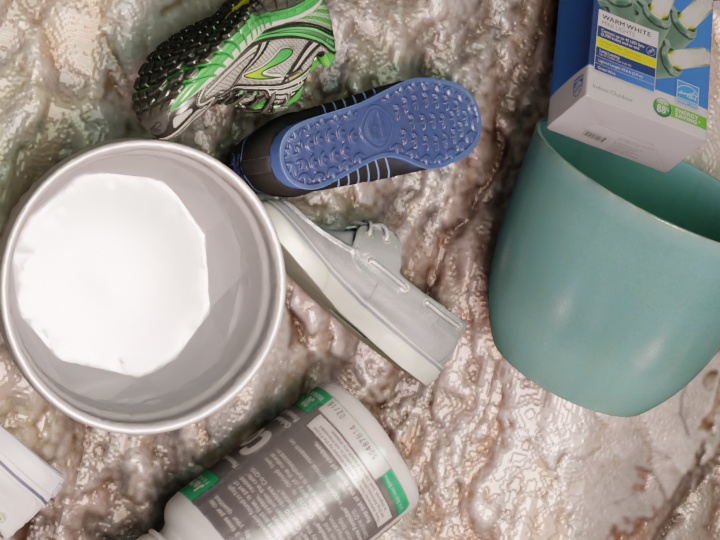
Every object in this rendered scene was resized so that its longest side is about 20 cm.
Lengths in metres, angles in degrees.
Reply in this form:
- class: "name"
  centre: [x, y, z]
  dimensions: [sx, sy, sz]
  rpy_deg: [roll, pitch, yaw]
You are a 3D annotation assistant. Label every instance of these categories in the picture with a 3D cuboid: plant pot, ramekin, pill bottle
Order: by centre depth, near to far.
- class: "ramekin"
  centre: [-0.160, 0.007, 1.641]
  dimensions: [0.199, 0.105, 0.202]
  rpy_deg: [-2, 96, -19]
- class: "pill bottle"
  centre: [-0.067, 0.180, 1.686]
  dimensions: [0.200, 0.113, 0.113]
  rpy_deg: [-37, 106, -13]
- class: "plant pot"
  centre: [0.183, 0.007, 1.719]
  dimensions: [0.200, 0.201, 0.162]
  rpy_deg: [19, 108, -20]

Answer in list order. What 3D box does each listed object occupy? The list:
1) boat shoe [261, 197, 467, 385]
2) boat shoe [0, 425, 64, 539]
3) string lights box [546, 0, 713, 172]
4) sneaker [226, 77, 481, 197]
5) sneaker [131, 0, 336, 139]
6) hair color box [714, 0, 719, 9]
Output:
- class: "boat shoe"
  centre: [0.001, 0.000, 1.712]
  dimensions: [0.201, 0.070, 0.072]
  rpy_deg: [43, 82, -30]
- class: "boat shoe"
  centre: [-0.291, 0.109, 1.620]
  dimensions: [0.200, 0.073, 0.067]
  rpy_deg: [42, 78, -19]
- class: "string lights box"
  centre: [0.199, -0.183, 1.730]
  dimensions: [0.102, 0.059, 0.201]
  rpy_deg: [18, 61, -20]
- class: "sneaker"
  centre: [-0.005, -0.096, 1.711]
  dimensions: [0.199, 0.078, 0.071]
  rpy_deg: [-13, 97, -39]
- class: "sneaker"
  centre: [-0.077, -0.139, 1.640]
  dimensions: [0.200, 0.078, 0.086]
  rpy_deg: [-39, 112, -42]
- class: "hair color box"
  centre: [0.370, -0.211, 1.805]
  dimensions: [0.199, 0.111, 0.064]
  rpy_deg: [10, 91, -20]
